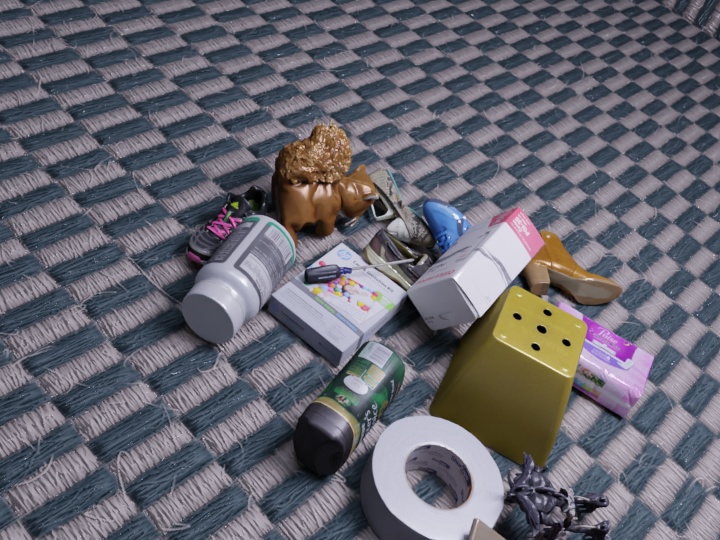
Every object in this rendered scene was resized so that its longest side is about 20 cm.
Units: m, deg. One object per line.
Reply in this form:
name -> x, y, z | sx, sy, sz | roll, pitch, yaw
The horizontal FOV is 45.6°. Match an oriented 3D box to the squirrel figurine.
squirrel figurine -> -0.059, -0.153, 1.511 | 0.182, 0.203, 0.143 | -8, 40, -12

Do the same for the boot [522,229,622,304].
boot -> 0.400, -0.013, 1.658 | 0.196, 0.072, 0.146 | 6, 46, -10

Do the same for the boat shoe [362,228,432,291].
boat shoe -> 0.098, 0.001, 1.497 | 0.198, 0.065, 0.074 | 32, 24, -7

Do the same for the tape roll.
tape roll -> 0.100, 0.306, 1.204 | 0.195, 0.067, 0.203 | 12, 42, -10

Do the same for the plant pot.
plant pot -> 0.250, 0.150, 1.346 | 0.197, 0.179, 0.201 | 27, 41, 7

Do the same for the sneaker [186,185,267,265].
sneaker -> -0.222, -0.084, 1.455 | 0.073, 0.088, 0.200 | 34, 43, 14

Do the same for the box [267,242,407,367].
box -> -0.035, 0.052, 1.430 | 0.155, 0.042, 0.199 | 37, 43, 16

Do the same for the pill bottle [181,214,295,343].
pill bottle -> -0.190, 0.013, 1.346 | 0.111, 0.114, 0.201 | 27, 44, 7

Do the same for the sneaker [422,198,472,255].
sneaker -> 0.174, -0.038, 1.552 | 0.201, 0.066, 0.078 | 51, 56, -8

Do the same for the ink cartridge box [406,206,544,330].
ink cartridge box -> 0.191, -0.002, 1.433 | 0.200, 0.146, 0.083 | -43, 101, -30

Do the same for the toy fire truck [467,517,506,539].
toy fire truck -> 0.220, 0.424, 1.103 | 0.196, 0.131, 0.177 | 16, 41, 12

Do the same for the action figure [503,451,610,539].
action figure -> 0.261, 0.337, 1.213 | 0.197, 0.102, 0.121 | 24, 43, -26

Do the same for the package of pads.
package of pads -> 0.399, 0.150, 1.485 | 0.197, 0.077, 0.121 | 31, 43, 10

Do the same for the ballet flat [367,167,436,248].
ballet flat -> 0.064, -0.107, 1.623 | 0.074, 0.068, 0.202 | -25, 63, -16

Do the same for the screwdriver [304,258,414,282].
screwdriver -> 0.000, 0.000, 1.436 | 0.195, 0.028, 0.030 | -4, 91, -18

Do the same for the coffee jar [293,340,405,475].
coffee jar -> -0.016, 0.198, 1.238 | 0.084, 0.106, 0.200 | 30, 43, 15
